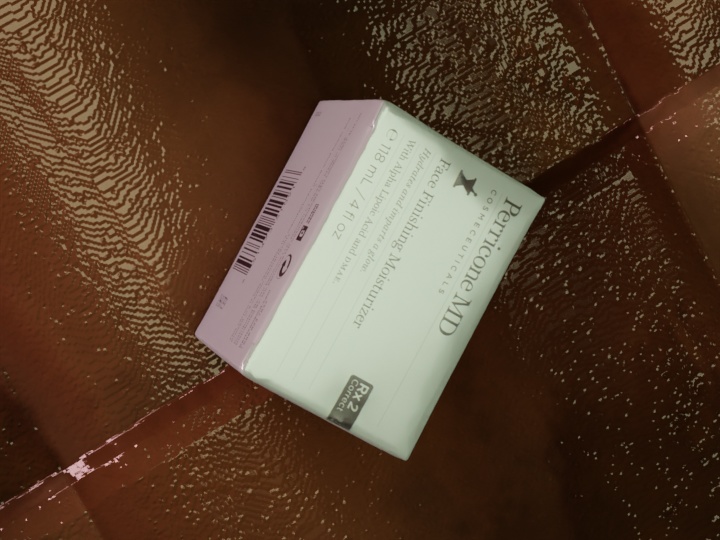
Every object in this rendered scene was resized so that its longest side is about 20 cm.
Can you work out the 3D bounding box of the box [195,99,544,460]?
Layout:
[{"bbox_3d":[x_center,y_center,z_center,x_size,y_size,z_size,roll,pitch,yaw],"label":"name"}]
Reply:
[{"bbox_3d":[0.000,0.000,1.312,0.130,0.200,0.200,29,87,-14],"label":"box"}]
